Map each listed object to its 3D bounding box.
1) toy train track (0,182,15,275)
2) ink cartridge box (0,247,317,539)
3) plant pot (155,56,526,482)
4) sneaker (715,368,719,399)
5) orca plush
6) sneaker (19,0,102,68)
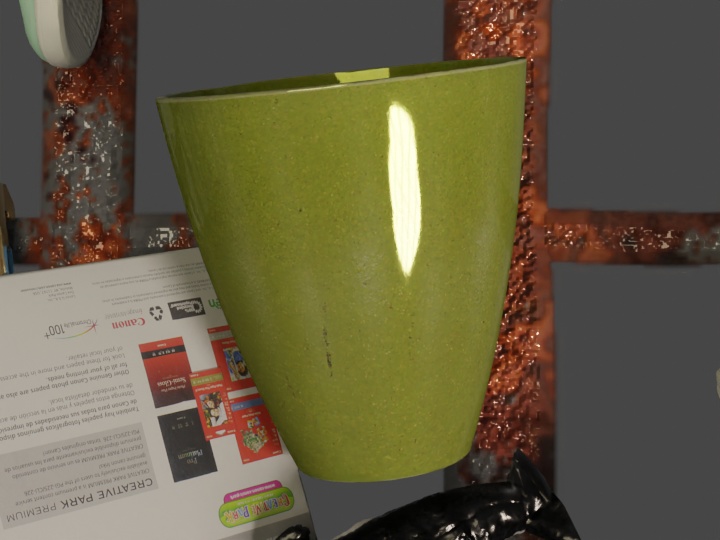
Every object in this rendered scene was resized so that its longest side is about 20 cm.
[{"bbox_3d":[-0.205,0.047,0.910,0.115,0.033,0.200,-15,77,21],"label":"toy train track"},{"bbox_3d":[-0.139,0.090,0.794,0.084,0.200,0.176,-27,77,47],"label":"ink cartridge box"},{"bbox_3d":[0.000,0.000,0.791,0.187,0.187,0.200,-3,99,15],"label":"plant pot"},{"bbox_3d":[0.246,0.084,0.722,0.078,0.200,0.099,-24,107,-24],"label":"sneaker"},{"bbox_3d":[0.017,0.170,0.760,0.200,0.071,0.105,-20,96,-2],"label":"orca plush"},{"bbox_3d":[-0.224,-0.196,0.906,0.118,0.074,0.200,-17,72,7],"label":"sneaker"}]
